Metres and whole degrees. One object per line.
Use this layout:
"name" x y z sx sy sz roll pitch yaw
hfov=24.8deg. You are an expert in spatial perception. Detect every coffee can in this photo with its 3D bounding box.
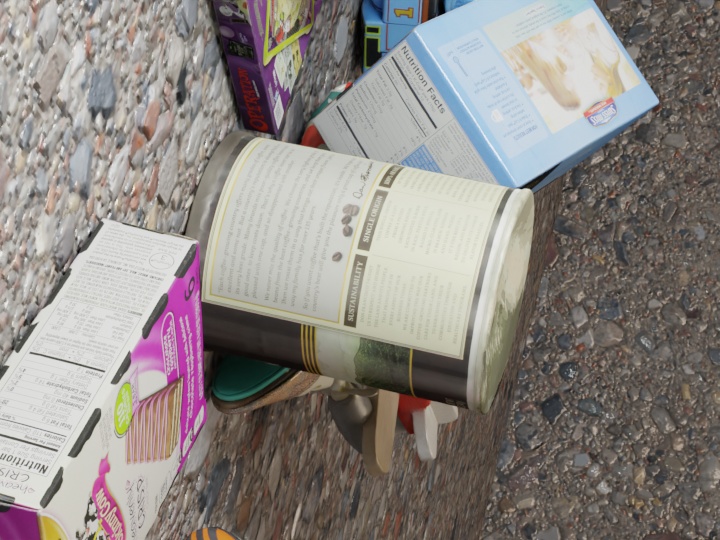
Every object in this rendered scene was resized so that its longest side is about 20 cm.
"coffee can" 0.000 0.000 1.058 0.146 0.198 0.148 12 90 -77

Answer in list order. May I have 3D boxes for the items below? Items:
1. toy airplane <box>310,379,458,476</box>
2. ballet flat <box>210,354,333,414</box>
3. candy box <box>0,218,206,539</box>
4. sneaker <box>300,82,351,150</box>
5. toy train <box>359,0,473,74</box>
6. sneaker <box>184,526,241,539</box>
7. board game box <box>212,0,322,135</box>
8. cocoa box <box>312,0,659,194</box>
"toy airplane" 0.013 0.062 1.329 0.200 0.140 0.201 67 25 -85
"ballet flat" -0.030 0.043 1.173 0.200 0.068 0.068 -50 136 -27
"candy box" -0.139 0.089 0.828 0.201 0.060 0.137 -65 162 -47
"sneaker" 0.002 -0.095 1.286 0.200 0.070 0.094 2 104 -75
"toy train" 0.057 -0.230 1.311 0.087 0.113 0.201 -83 176 -50
"sneaker" -0.099 0.234 1.051 0.112 0.077 0.201 48 15 -45
"board game box" -0.059 -0.190 1.017 0.201 0.032 0.121 81 26 -59
"cocoa box" 0.093 -0.115 1.182 0.199 0.134 0.131 -31 176 -44
